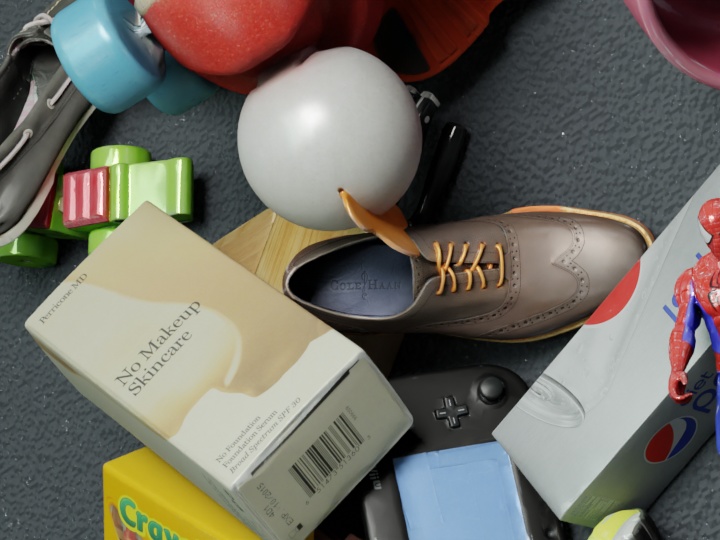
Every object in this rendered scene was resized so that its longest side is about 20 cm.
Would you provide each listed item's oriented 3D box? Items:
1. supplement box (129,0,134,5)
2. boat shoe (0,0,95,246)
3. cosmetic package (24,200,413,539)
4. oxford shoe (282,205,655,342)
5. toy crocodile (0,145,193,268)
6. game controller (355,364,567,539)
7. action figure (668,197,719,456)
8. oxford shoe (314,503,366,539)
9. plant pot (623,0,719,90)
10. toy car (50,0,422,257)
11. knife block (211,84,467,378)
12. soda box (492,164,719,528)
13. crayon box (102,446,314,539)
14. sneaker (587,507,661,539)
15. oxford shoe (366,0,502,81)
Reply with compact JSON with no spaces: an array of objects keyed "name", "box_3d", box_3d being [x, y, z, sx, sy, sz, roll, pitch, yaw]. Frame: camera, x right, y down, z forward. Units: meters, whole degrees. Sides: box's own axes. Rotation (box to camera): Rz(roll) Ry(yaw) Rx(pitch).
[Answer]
[{"name":"supplement box","box_3d":[-0.077,-0.166,1.714,0.200,0.061,0.109,-1,80,50]},{"name":"boat shoe","box_3d":[-0.197,-0.108,1.779,0.067,0.057,0.200,-1,55,37]},{"name":"cosmetic package","box_3d":[-0.078,0.054,1.568,0.105,0.071,0.200,-47,46,-12]},{"name":"oxford shoe","box_3d":[0.057,0.005,1.550,0.199,0.073,0.072,-8,87,11]},{"name":"toy crocodile","box_3d":[-0.180,-0.040,1.792,0.200,0.062,0.068,-4,78,38]},{"name":"game controller","box_3d":[0.056,0.147,1.544,0.042,0.104,0.201,120,142,-63]},{"name":"action figure","box_3d":[0.185,0.066,1.404,0.065,0.099,0.201,-11,96,17]},{"name":"oxford shoe","box_3d":[-0.035,0.161,1.627,0.200,0.070,0.075,28,102,40]},{"name":"plant pot","box_3d":[0.194,-0.217,1.458,0.200,0.200,0.179,-49,40,20]},{"name":"toy car","box_3d":[-0.022,-0.090,1.522,0.184,0.177,0.200,-30,84,15]},{"name":"knife block","box_3d":[0.000,0.000,1.636,0.175,0.064,0.201,-31,62,31]},{"name":"soda box","box_3d":[0.160,0.038,1.498,0.200,0.063,0.068,-51,54,19]},{"name":"crayon box","box_3d":[-0.084,0.180,1.616,0.126,0.051,0.201,26,124,41]},{"name":"sneaker","box_3d":[0.090,0.199,1.472,0.090,0.078,0.200,4,50,37]},{"name":"oxford shoe","box_3d":[0.077,-0.190,1.613,0.200,0.071,0.073,-37,25,10]}]
